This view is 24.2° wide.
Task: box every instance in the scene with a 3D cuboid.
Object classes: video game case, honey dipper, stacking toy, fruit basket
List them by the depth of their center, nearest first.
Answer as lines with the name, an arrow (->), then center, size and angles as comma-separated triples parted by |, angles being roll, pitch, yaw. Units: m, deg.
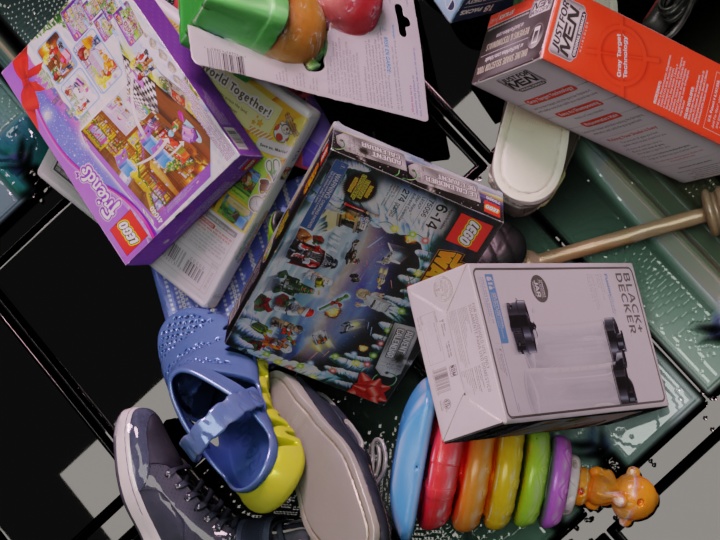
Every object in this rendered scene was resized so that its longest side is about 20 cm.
stacking toy -> 0.124, 0.152, 1.252 | 0.199, 0.110, 0.117 | 9, 92, 1
honey dipper -> 0.213, -0.030, 1.291 | 0.199, 0.038, 0.038 | -14, 78, 12
fruit basket -> -0.045, -0.206, 1.300 | 0.094, 0.199, 0.186 | -41, 45, 45
video game case -> -0.149, -0.100, 1.342 | 0.200, 0.023, 0.183 | 37, 108, 22

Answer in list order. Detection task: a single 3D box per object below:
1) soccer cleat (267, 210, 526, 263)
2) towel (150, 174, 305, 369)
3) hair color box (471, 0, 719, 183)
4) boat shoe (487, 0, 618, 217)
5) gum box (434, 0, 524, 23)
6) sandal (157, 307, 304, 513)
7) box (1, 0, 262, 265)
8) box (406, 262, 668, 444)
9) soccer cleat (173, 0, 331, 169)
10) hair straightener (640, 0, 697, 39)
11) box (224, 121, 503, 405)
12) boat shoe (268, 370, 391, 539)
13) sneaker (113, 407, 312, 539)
soccer cleat -> 0.026, -0.018, 1.274 | 0.199, 0.081, 0.068 | -3, 56, 6
towel -> -0.068, 0.004, 1.346 | 0.199, 0.024, 0.146 | -19, 77, 8
hair color box -> 0.194, -0.132, 1.226 | 0.199, 0.101, 0.062 | 21, 76, -23
boat shoe -> 0.147, -0.138, 1.304 | 0.072, 0.060, 0.203 | 18, 74, 5
gum box -> 0.154, -0.271, 1.191 | 0.169, 0.200, 0.045 | -19, 66, -34
sandal -> -0.111, 0.090, 1.259 | 0.080, 0.087, 0.200 | -48, 41, 9
box -> -0.183, -0.124, 1.324 | 0.137, 0.039, 0.200 | -41, 74, 22
box -> 0.131, 0.055, 1.208 | 0.060, 0.199, 0.117 | -23, 73, 40
soccer cleat -> -0.081, -0.167, 1.344 | 0.066, 0.077, 0.200 | -22, 67, -37
hair straightener -> 0.255, -0.236, 1.282 | 0.041, 0.077, 0.200 | 40, 81, -5
box -> 0.000, 0.000, 1.232 | 0.136, 0.040, 0.200 | 21, 127, -13
boat shoe -> -0.020, 0.149, 1.248 | 0.075, 0.062, 0.200 | -62, 37, 14
sneaker -> -0.099, 0.184, 1.287 | 0.145, 0.077, 0.203 | -21, 86, 18
